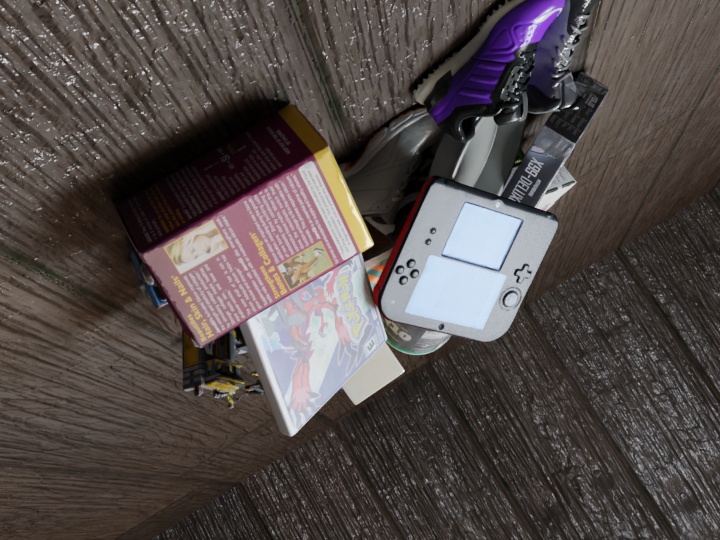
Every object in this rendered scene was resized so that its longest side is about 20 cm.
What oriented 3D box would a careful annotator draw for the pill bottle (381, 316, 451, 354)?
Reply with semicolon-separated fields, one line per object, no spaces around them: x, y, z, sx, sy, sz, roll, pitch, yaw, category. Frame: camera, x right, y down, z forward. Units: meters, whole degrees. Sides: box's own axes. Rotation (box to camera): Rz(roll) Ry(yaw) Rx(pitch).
0.089;0.033;1.475;0.113;0.113;0.200;-28;168;-17;pill bottle

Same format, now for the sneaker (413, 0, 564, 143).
0.154;-0.208;1.194;0.200;0.100;0.070;-41;167;35;sneaker

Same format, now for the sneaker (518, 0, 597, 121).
0.226;-0.236;1.228;0.075;0.116;0.200;-17;161;-49;sneaker

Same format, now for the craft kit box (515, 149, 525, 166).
0.146;-0.124;1.630;0.197;0.049;0.200;-31;168;9;craft kit box

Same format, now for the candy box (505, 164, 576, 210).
0.201;-0.092;1.645;0.200;0.061;0.136;-20;162;-41;candy box

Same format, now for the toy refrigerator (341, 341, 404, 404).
-0.006;0.101;1.459;0.076;0.070;0.200;-34;-166;-1;toy refrigerator

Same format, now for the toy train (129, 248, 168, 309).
-0.155;-0.019;1.230;0.200;0.087;0.114;-24;171;-33;toy train

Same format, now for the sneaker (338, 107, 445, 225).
0.033;-0.106;1.316;0.200;0.092;0.076;-36;165;9;sneaker

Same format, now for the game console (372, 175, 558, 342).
0.123;-0.008;1.321;0.200;0.031;0.177;14;112;-33;game console

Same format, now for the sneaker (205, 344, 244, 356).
-0.131;0.075;1.592;0.200;0.075;0.115;-15;-177;34;sneaker

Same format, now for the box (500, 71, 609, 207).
0.251;-0.157;1.501;0.200;0.050;0.158;-50;171;-53;box

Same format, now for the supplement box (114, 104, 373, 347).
-0.109;-0.043;1.080;0.200;0.103;0.131;-30;129;-7;supplement box

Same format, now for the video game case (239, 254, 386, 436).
-0.052;0.052;1.245;0.182;0.023;0.200;-43;132;-34;video game case

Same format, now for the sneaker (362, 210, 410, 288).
0.000;0.000;1.441;0.200;0.071;0.080;-44;146;-9;sneaker

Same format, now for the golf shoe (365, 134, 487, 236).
0.087;-0.114;1.414;0.200;0.095;0.078;-32;166;-7;golf shoe

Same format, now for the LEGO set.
-0.113;0.100;1.311;0.154;0.116;0.200;-14;158;25;LEGO set

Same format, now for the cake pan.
0.137;-0.131;1.363;0.200;0.037;0.200;-48;153;-34;cake pan
